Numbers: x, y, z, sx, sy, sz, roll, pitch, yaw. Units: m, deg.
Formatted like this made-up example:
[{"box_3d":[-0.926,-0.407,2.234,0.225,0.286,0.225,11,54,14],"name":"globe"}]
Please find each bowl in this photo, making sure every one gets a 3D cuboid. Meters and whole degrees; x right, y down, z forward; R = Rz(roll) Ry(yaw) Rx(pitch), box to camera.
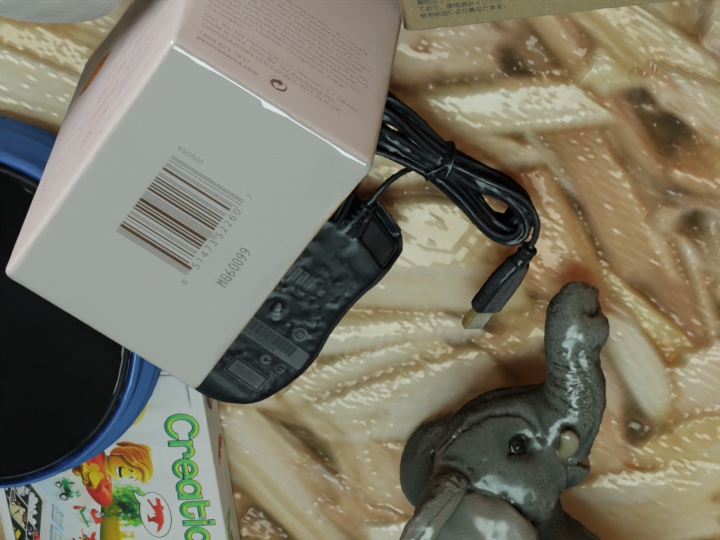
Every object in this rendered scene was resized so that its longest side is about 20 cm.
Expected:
[{"box_3d":[-0.198,0.020,1.516,0.199,0.039,0.202,4,111,11],"name":"bowl"}]

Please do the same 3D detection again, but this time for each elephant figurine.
[{"box_3d":[0.075,0.125,1.544,0.141,0.155,0.201,3,125,59],"name":"elephant figurine"}]

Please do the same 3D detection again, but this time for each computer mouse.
[{"box_3d":[0.000,0.000,1.509,0.140,0.046,0.200,29,117,-17],"name":"computer mouse"}]

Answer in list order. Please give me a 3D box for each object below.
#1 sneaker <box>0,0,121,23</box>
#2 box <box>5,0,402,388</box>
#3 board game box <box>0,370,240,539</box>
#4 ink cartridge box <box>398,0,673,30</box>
[{"box_3d":[-0.128,-0.188,1.383,0.073,0.116,0.199,22,161,-33],"name":"sneaker"},{"box_3d":[-0.066,-0.074,1.369,0.106,0.200,0.152,31,121,-12],"name":"box"},{"box_3d":[-0.133,0.128,1.609,0.125,0.035,0.201,-2,123,9],"name":"board game box"},{"box_3d":[0.102,-0.200,1.321,0.198,0.075,0.165,-5,134,9],"name":"ink cartridge box"}]
